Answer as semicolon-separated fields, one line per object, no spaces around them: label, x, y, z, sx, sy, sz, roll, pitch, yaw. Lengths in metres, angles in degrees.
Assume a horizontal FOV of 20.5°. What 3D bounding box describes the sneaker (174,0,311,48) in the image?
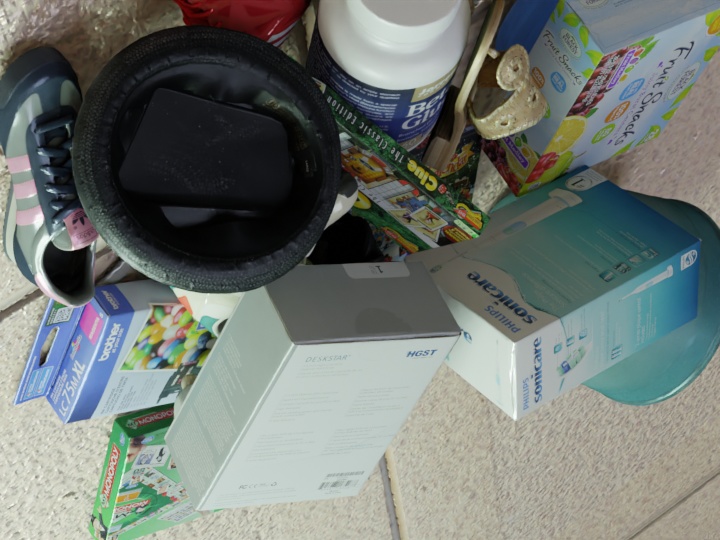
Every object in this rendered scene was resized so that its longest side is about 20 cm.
sneaker;-0.108;-0.181;1.386;0.199;0.078;0.116;0;125;-45

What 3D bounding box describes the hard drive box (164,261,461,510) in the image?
hard drive box;-0.038;0.089;1.524;0.155;0.077;0.200;-1;138;-35

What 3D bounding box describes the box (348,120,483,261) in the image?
box;0.009;-0.047;1.685;0.199;0.038;0.137;-23;140;-29

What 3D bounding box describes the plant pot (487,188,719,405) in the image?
plant pot;0.207;0.009;1.834;0.187;0.200;0.201;17;114;-38

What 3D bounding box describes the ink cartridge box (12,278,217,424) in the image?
ink cartridge box;-0.174;0.060;1.597;0.199;0.042;0.120;-7;135;-41

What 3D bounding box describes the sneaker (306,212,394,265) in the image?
sneaker;0.000;0.000;1.622;0.199;0.074;0.088;7;127;-44

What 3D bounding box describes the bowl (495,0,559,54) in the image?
bowl;0.204;-0.221;1.658;0.200;0.039;0.201;-31;160;-13

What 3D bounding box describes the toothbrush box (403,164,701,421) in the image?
toothbrush box;0.156;0.014;1.620;0.199;0.146;0.086;-27;133;-27

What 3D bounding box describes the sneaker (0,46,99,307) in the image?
sneaker;-0.209;-0.062;1.398;0.070;0.082;0.201;-26;141;-27

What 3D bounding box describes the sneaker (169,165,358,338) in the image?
sneaker;-0.063;-0.009;1.510;0.199;0.094;0.070;-25;-166;35

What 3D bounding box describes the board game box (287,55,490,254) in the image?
board game box;-0.005;-0.083;1.487;0.200;0.105;0.024;38;69;-19

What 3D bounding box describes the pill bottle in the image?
pill bottle;0.020;-0.167;1.447;0.111;0.111;0.200;-33;167;-17

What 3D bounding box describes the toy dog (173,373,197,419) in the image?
toy dog;-0.064;0.082;1.652;0.199;0.097;0.132;13;128;-45

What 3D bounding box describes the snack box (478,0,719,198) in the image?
snack box;0.207;-0.164;1.636;0.168;0.068;0.200;-23;159;-31

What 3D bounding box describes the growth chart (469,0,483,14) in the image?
growth chart;0.130;-0.240;1.537;0.200;0.145;0.018;-34;102;-19

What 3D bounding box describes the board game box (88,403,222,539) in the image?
board game box;-0.139;0.164;1.758;0.199;0.029;0.135;-14;136;-38

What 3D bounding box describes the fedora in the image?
fedora;-0.116;-0.078;1.396;0.199;0.091;0.202;-2;95;-25

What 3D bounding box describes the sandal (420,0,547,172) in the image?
sandal;0.104;-0.130;1.487;0.212;0.069;0.078;116;-5;-63

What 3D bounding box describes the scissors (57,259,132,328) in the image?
scissors;-0.156;-0.023;1.556;0.200;0.014;0.073;-52;149;11
